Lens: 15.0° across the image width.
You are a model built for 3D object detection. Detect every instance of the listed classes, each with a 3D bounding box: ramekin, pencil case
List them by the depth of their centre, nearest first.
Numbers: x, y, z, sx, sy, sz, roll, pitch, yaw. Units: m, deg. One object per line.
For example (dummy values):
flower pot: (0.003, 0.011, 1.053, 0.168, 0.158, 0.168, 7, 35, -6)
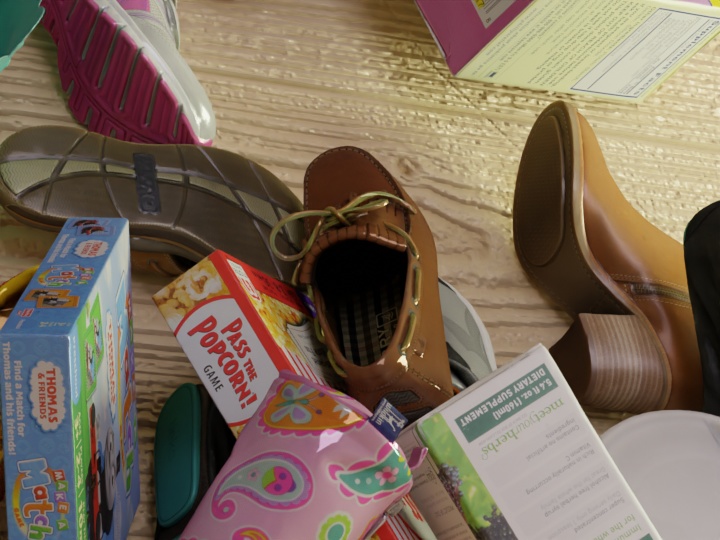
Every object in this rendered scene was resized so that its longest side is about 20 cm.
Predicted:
pencil case: (-0.052, 0.144, 1.266, 0.087, 0.087, 0.200, 35, 78, -3)
ramekin: (0.178, 0.183, 1.476, 0.201, 0.094, 0.203, 16, 50, -20)

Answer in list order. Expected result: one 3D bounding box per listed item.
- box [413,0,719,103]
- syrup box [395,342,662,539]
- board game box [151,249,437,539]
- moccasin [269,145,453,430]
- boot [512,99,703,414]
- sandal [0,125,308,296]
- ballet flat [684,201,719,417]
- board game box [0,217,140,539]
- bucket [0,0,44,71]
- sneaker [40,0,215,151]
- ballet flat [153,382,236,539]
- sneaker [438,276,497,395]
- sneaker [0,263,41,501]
box: (0.112, -0.209, 1.703, 0.199, 0.097, 0.177, 4, 52, -49)
syrup box: (0.100, 0.146, 1.333, 0.079, 0.081, 0.201, -30, 85, -17)
board game box: (-0.017, 0.094, 1.402, 0.201, 0.046, 0.151, 58, 9, 17)
moccasin: (-0.002, 0.001, 1.437, 0.202, 0.073, 0.078, -95, 159, -47)
boot: (0.180, -0.005, 1.632, 0.154, 0.077, 0.201, 3, 58, -28)
sandal: (-0.111, -0.028, 1.489, 0.199, 0.054, 0.081, 12, 52, -23)
ballet flat: (0.227, 0.060, 1.550, 0.068, 0.068, 0.201, -18, 99, -29)
board game box: (-0.134, 0.073, 1.278, 0.036, 0.152, 0.200, -1, 16, 2)
bucket: (-0.277, -0.139, 1.416, 0.206, 0.135, 0.208, 17, 49, -21)
sneaker: (-0.134, -0.147, 1.548, 0.088, 0.081, 0.200, -22, 70, -39)
ballet flat: (-0.076, 0.142, 1.374, 0.068, 0.068, 0.201, 32, 45, -22)
sneaker: (0.039, 0.054, 1.471, 0.200, 0.074, 0.079, 57, 3, 39)
sneaker: (-0.193, 0.073, 1.346, 0.073, 0.077, 0.201, 28, 48, -12)
